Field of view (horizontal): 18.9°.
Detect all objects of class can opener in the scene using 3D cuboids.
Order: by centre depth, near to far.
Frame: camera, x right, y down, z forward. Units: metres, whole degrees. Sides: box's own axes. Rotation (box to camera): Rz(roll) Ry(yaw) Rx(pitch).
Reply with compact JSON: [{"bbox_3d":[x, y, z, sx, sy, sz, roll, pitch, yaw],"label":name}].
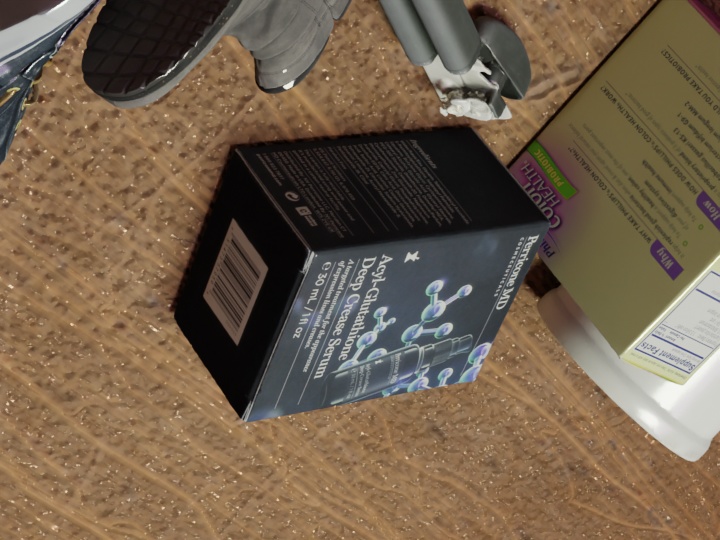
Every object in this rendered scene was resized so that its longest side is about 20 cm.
[{"bbox_3d":[0.053,-0.155,1.361,0.067,0.052,0.200,-67,151,-17],"label":"can opener"}]

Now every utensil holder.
[{"bbox_3d":[0.261,0.014,1.630,0.200,0.170,0.170,-47,145,10],"label":"utensil holder"}]

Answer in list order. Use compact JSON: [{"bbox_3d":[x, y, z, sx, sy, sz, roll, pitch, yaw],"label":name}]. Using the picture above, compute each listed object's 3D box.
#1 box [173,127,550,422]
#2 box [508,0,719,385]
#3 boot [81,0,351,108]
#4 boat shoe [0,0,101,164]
[{"bbox_3d":[0.000,0.000,1.433,0.199,0.107,0.149,-9,136,-36],"label":"box"},{"bbox_3d":[0.221,-0.057,1.499,0.200,0.176,0.096,-47,144,15],"label":"box"},{"bbox_3d":[-0.065,-0.137,1.199,0.200,0.070,0.132,-51,149,-20],"label":"boot"},{"bbox_3d":[-0.195,-0.118,1.165,0.200,0.071,0.091,-35,150,6],"label":"boat shoe"}]
